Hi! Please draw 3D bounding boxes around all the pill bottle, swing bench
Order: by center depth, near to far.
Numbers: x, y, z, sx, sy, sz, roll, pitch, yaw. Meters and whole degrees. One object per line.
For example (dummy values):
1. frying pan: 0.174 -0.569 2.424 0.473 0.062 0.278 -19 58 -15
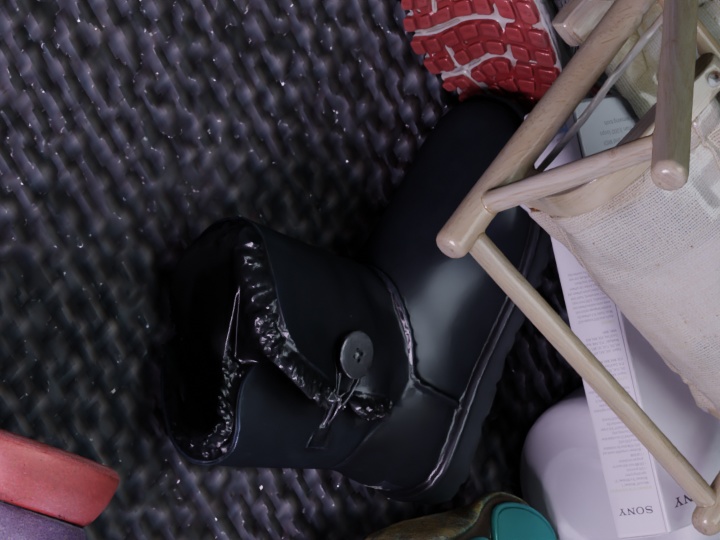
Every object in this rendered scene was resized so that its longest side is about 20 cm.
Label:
1. swing bench: 0.169 -0.030 1.043 0.199 0.130 0.200 48 49 -24
2. pill bottle: 0.181 0.080 1.233 0.200 0.111 0.111 -29 113 -41

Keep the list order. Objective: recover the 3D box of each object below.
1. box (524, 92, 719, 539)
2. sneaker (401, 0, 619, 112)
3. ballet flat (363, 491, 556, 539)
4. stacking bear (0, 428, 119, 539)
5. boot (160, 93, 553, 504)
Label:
1. box: 0.156 0.012 1.127 0.144 0.036 0.200 -14 92 -42
2. sneaker: 0.084 -0.109 1.156 0.200 0.078 0.082 56 50 -44
3. ballet flat: 0.039 0.139 1.114 0.200 0.071 0.071 3 90 -72
4. stacking bear: -0.169 0.153 0.880 0.121 0.114 0.200 26 79 -44
5. boot: 0.000 0.000 1.063 0.168 0.076 0.200 20 84 -49
